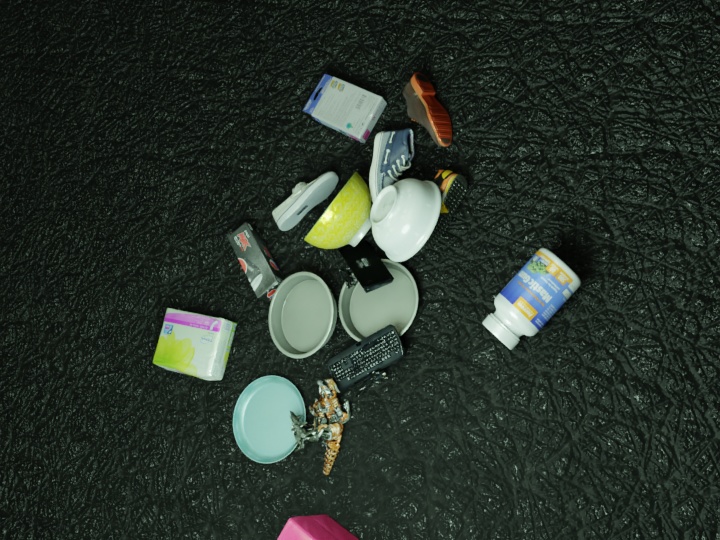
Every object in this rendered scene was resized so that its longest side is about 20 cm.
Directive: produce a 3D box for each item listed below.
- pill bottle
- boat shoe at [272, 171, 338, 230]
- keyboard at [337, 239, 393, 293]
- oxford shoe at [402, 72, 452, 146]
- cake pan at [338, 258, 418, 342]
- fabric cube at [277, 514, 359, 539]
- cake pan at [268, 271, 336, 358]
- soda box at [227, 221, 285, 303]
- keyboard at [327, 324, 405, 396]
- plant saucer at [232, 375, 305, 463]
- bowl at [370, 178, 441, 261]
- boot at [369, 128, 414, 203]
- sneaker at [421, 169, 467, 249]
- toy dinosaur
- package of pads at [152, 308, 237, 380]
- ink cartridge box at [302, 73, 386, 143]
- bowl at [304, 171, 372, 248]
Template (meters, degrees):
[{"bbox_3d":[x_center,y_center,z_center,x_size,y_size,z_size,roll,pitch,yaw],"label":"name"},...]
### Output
[{"bbox_3d":[0.347,0.062,1.462,0.200,0.112,0.112,-48,62,4],"label":"pill bottle"},{"bbox_3d":[-0.144,-0.189,1.790,0.200,0.071,0.070,-42,65,16],"label":"boat shoe"},{"bbox_3d":[0.000,0.000,1.637,0.103,0.040,0.200,-17,32,-11],"label":"keyboard"},{"bbox_3d":[0.160,-0.373,1.713,0.072,0.071,0.202,-39,62,42],"label":"oxford shoe"},{"bbox_3d":[0.045,0.075,1.640,0.198,0.037,0.203,-7,72,23],"label":"cake pan"},{"bbox_3d":[-0.076,0.639,1.442,0.198,0.200,0.198,27,87,26],"label":"fabric cube"},{"bbox_3d":[-0.133,0.106,1.684,0.198,0.037,0.203,-8,77,35],"label":"cake pan"},{"bbox_3d":[-0.259,-0.021,1.795,0.070,0.063,0.201,-37,63,11],"label":"soda box"},{"bbox_3d":[0.012,0.209,1.582,0.199,0.039,0.105,-33,78,27],"label":"keyboard"},{"bbox_3d":[-0.212,0.352,1.685,0.198,0.027,0.203,-8,71,23],"label":"plant saucer"},{"bbox_3d":[0.084,-0.128,1.599,0.201,0.090,0.203,-41,36,39],"label":"bowl"},{"bbox_3d":[0.078,-0.246,1.697,0.089,0.073,0.203,-5,72,29],"label":"boot"},{"bbox_3d":[0.162,-0.141,1.641,0.090,0.070,0.201,36,94,48],"label":"sneaker"},{"bbox_3d":[-0.085,0.348,1.587,0.134,0.102,0.203,-4,69,-12],"label":"toy dinosaur"},{"bbox_3d":[-0.423,0.189,1.807,0.198,0.068,0.157,7,78,27],"label":"package of pads"},{"bbox_3d":[-0.042,-0.417,1.823,0.199,0.042,0.120,30,89,26],"label":"ink cartridge box"},{"bbox_3d":[-0.032,-0.120,1.673,0.107,0.200,0.201,37,93,-5],"label":"bowl"}]
